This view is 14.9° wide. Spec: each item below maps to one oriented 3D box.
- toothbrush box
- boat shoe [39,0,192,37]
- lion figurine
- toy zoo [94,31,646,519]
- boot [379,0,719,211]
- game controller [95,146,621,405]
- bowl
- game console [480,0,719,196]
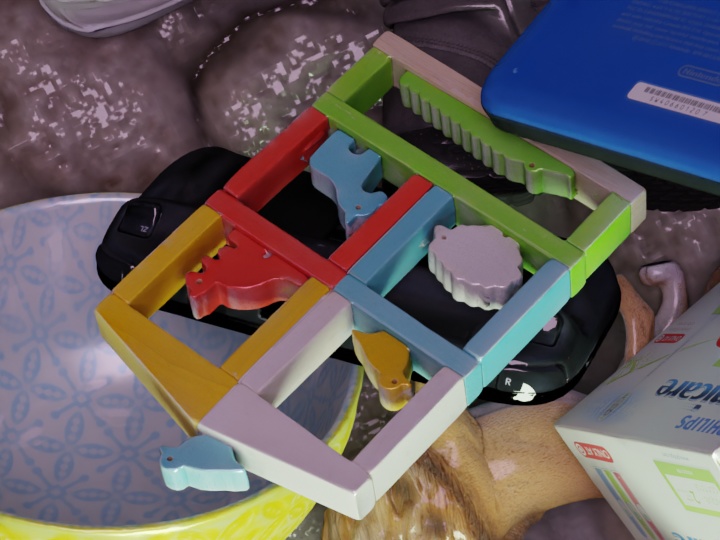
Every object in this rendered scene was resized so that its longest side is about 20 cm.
[{"bbox_3d":[0.195,0.034,1.055,0.200,0.146,0.086,-40,103,-13],"label":"toothbrush box"},{"bbox_3d":[-0.044,-0.157,1.138,0.199,0.065,0.074,-33,86,-1],"label":"boat shoe"},{"bbox_3d":[0.075,0.071,1.120,0.199,0.072,0.123,-14,90,-2],"label":"lion figurine"},{"bbox_3d":[-0.005,0.007,1.020,0.131,0.021,0.200,34,64,26],"label":"toy zoo"},{"bbox_3d":[0.102,-0.096,1.134,0.199,0.070,0.133,1,76,-8],"label":"boot"},{"bbox_3d":[0.000,0.000,1.077,0.199,0.104,0.042,15,116,16],"label":"game controller"},{"bbox_3d":[-0.099,0.071,1.092,0.199,0.201,0.108,4,128,1],"label":"bowl"},{"bbox_3d":[0.177,-0.066,1.025,0.171,0.199,0.119,-50,130,-18],"label":"game console"}]
